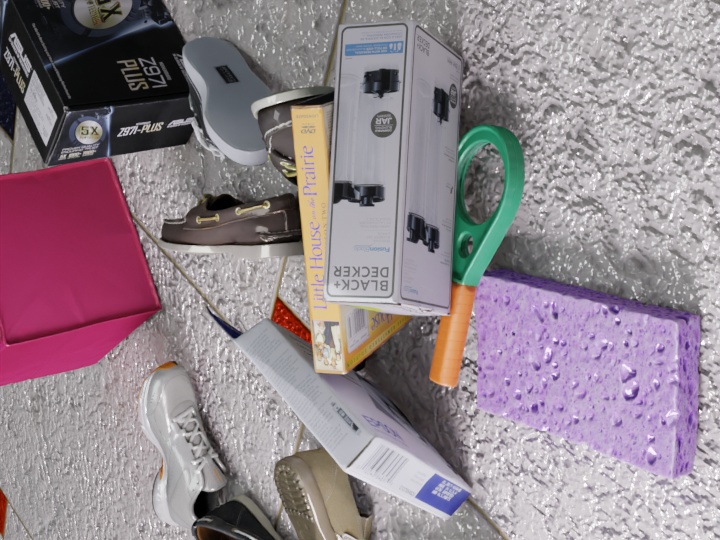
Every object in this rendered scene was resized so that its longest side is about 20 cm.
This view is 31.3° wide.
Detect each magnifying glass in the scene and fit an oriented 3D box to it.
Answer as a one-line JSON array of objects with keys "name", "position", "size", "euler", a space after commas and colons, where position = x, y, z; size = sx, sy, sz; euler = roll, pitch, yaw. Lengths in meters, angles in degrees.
[{"name": "magnifying glass", "position": [0.083, -0.011, 0.981], "size": [0.079, 0.022, 0.202], "euler": [25, 105, 56]}]

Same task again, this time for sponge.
[{"name": "sponge", "position": [0.158, 0.069, 0.935], "size": [0.199, 0.030, 0.113], "euler": [15, 110, 50]}]

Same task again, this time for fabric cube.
[{"name": "fabric cube", "position": [-0.380, 0.009, 1.479], "size": [0.199, 0.199, 0.198], "euler": [-32, 75, 51]}]

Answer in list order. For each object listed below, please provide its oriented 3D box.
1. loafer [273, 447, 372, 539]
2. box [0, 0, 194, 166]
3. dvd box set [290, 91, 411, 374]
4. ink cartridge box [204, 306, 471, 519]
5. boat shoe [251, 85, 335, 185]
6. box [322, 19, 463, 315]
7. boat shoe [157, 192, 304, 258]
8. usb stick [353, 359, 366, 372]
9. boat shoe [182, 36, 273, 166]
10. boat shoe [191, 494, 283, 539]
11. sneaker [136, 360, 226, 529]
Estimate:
[{"name": "loafer", "position": [-0.019, 0.251, 1.199], "size": [0.076, 0.067, 0.201], "euler": [20, 132, 52]}, {"name": "box", "position": [-0.272, -0.218, 1.298], "size": [0.201, 0.163, 0.086], "euler": [61, 140, 21]}, {"name": "dvd box set", "position": [-0.003, -0.038, 0.991], "size": [0.029, 0.146, 0.202], "euler": [2, 106, 23]}, {"name": "ink cartridge box", "position": [-0.015, 0.107, 1.056], "size": [0.041, 0.199, 0.200], "euler": [-48, 57, 3]}, {"name": "boat shoe", "position": [-0.042, -0.104, 1.042], "size": [0.201, 0.071, 0.061], "euler": [26, -126, -83]}, {"name": "box", "position": [0.026, -0.070, 0.944], "size": [0.060, 0.116, 0.202], "euler": [1, 86, 23]}, {"name": "boat shoe", "position": [-0.128, -0.045, 1.244], "size": [0.199, 0.071, 0.060], "euler": [4, 98, 48]}, {"name": "usb stick", "position": [0.000, 0.000, 1.119], "size": [0.055, 0.032, 0.201], "euler": [38, 128, 35]}, {"name": "boat shoe", "position": [-0.123, -0.141, 1.187], "size": [0.200, 0.073, 0.069], "euler": [-127, 31, -45]}, {"name": "boat shoe", "position": [-0.097, 0.311, 1.316], "size": [0.200, 0.067, 0.072], "euler": [36, 126, 37]}, {"name": "sneaker", "position": [-0.181, 0.195, 1.395], "size": [0.092, 0.075, 0.202], "euler": [15, 120, 41]}]
